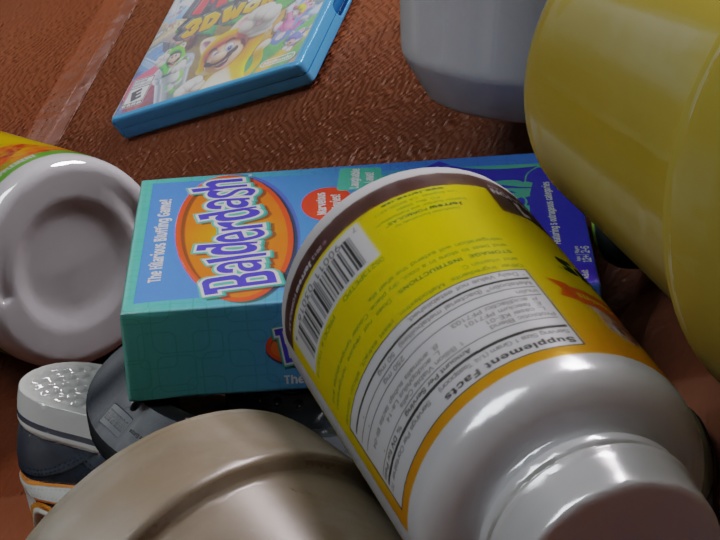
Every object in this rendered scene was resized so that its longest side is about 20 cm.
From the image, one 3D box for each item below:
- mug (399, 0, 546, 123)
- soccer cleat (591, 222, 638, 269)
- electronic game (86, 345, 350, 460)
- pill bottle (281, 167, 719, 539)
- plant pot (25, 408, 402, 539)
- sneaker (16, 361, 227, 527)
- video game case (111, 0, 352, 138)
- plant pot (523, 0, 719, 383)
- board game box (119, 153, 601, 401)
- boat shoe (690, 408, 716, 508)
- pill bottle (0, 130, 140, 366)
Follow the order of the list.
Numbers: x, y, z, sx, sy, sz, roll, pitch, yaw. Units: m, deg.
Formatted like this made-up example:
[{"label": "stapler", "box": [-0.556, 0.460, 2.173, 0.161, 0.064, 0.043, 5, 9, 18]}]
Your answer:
[{"label": "mug", "box": [0.095, -0.154, 1.356, 0.187, 0.153, 0.149, -8, 20, -45]}, {"label": "soccer cleat", "box": [0.180, -0.074, 1.238, 0.200, 0.068, 0.081, -46, 40, -15]}, {"label": "electronic game", "box": [-0.019, 0.052, 1.226, 0.200, 0.042, 0.200, -3, 23, 1]}, {"label": "pill bottle", "box": [0.051, 0.052, 1.016, 0.109, 0.109, 0.200, -37, 37, 2]}, {"label": "plant pot", "box": [-0.017, 0.174, 1.017, 0.174, 0.200, 0.200, 28, 68, 40]}, {"label": "sneaker", "box": [-0.063, 0.101, 1.256, 0.200, 0.079, 0.078, 15, 23, 28]}, {"label": "video game case", "box": [-0.055, -0.165, 1.653, 0.143, 0.018, 0.200, -14, 38, 36]}, {"label": "plant pot", "box": [0.166, -0.051, 1.026, 0.201, 0.201, 0.189, -45, 39, -10]}, {"label": "board game box", "box": [0.000, 0.000, 1.234, 0.200, 0.045, 0.152, -5, 24, 0]}, {"label": "boat shoe", "box": [0.100, 0.100, 1.076, 0.076, 0.074, 0.200, -31, 31, 12]}, {"label": "pill bottle", "box": [-0.200, -0.019, 1.520, 0.111, 0.111, 0.200, -48, 32, -17]}]
